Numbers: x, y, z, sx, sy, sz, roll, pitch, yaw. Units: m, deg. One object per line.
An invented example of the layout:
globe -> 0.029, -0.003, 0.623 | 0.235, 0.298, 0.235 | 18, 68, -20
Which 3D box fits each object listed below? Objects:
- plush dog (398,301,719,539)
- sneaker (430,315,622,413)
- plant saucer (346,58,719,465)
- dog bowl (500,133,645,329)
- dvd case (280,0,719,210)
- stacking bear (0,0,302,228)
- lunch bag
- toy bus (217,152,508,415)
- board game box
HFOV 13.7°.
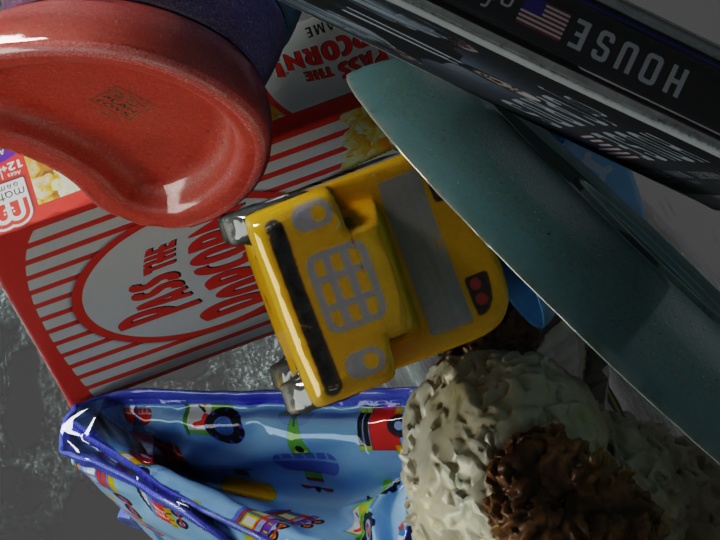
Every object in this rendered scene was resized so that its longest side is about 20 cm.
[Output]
plush dog -> 0.068, 0.101, 1.034 | 0.172, 0.160, 0.200 | 64, 175, -26
sneaker -> 0.062, 0.039, 1.215 | 0.085, 0.074, 0.200 | 56, 173, 45
plant saucer -> 0.077, 0.004, 0.860 | 0.200, 0.027, 0.200 | 43, -173, -6
dog bowl -> 0.040, -0.072, 0.993 | 0.112, 0.050, 0.200 | 54, 172, 52
dvd case -> 0.023, -0.064, 0.734 | 0.200, 0.025, 0.150 | 26, 179, -7
stacking bear -> -0.065, -0.135, 1.036 | 0.121, 0.200, 0.114 | 26, 151, -30
lunch bag -> -0.018, 0.105, 1.199 | 0.200, 0.094, 0.151 | 10, 155, 36
toy bus -> 0.000, 0.000, 0.985 | 0.200, 0.078, 0.065 | -163, 53, -86
board game box -> -0.041, -0.029, 1.145 | 0.152, 0.200, 0.046 | 70, 179, -63
